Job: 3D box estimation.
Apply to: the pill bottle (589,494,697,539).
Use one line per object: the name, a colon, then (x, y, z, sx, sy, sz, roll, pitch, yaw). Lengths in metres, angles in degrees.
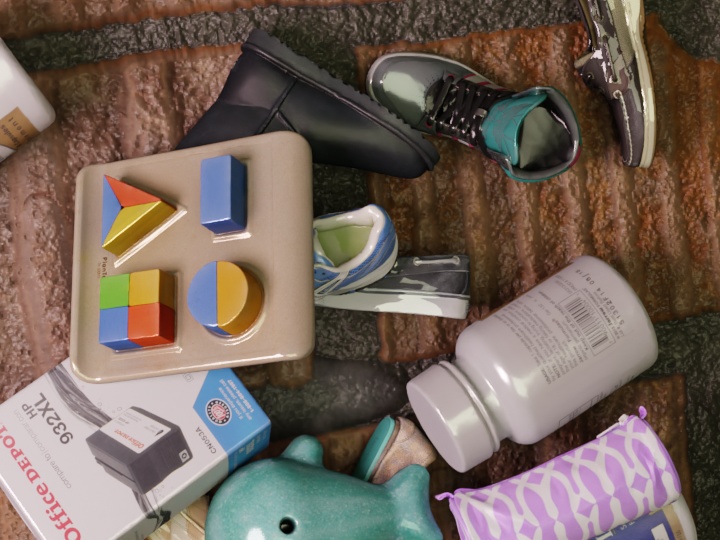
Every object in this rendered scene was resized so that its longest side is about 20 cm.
pill bottle: (0.190, 0.247, 1.269, 0.199, 0.116, 0.116, -27, 102, -8)

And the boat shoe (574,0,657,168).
boat shoe: (0.220, -0.187, 1.250, 0.064, 0.073, 0.201, -9, 96, 1)

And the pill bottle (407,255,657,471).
pill bottle: (0.146, 0.083, 1.224, 0.199, 0.114, 0.115, -31, 102, -12)

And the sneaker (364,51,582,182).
sneaker: (0.105, -0.130, 1.201, 0.199, 0.121, 0.084, 19, 93, -13)

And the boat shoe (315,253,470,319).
boat shoe: (0.000, 0.000, 1.221, 0.199, 0.072, 0.068, 5, 90, -9)

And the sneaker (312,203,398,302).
sneaker: (-0.060, -0.002, 1.140, 0.199, 0.077, 0.076, -28, 73, -14)

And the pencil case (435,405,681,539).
pencil case: (0.171, 0.189, 1.188, 0.199, 0.084, 0.086, -23, 87, -6)

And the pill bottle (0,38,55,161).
pill bottle: (-0.350, -0.106, 1.111, 0.200, 0.114, 0.115, -38, 103, -5)

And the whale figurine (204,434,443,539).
whale figurine: (-0.029, 0.210, 1.166, 0.199, 0.104, 0.160, -8, 73, -10)

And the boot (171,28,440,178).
boot: (-0.055, -0.083, 1.194, 0.199, 0.076, 0.169, 31, 86, -7)

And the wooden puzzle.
wooden puzzle: (-0.137, -0.014, 1.104, 0.199, 0.046, 0.187, -7, 71, 15)

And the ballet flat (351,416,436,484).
ballet flat: (0.003, 0.227, 1.253, 0.067, 0.068, 0.201, 34, 90, -16)

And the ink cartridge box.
ink cartridge box: (-0.194, 0.136, 1.148, 0.200, 0.084, 0.145, -35, 78, -17)

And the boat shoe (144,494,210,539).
boat shoe: (-0.155, 0.222, 1.221, 0.200, 0.074, 0.069, 48, 66, -6)
